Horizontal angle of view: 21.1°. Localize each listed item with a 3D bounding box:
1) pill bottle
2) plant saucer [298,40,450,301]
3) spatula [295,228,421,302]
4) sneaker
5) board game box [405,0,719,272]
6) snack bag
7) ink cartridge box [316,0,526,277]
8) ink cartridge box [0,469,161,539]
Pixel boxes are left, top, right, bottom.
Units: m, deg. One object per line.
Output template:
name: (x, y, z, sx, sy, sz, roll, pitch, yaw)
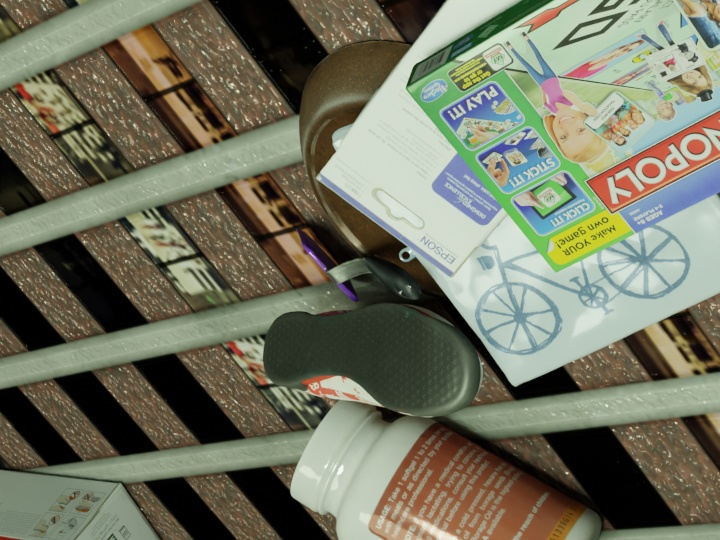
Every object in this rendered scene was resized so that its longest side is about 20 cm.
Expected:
pill bottle: (0.057, 0.170, 1.341, 0.200, 0.112, 0.112, 29, 145, 14)
plant saucer: (0.041, -0.048, 1.170, 0.200, 0.034, 0.200, 25, 145, 19)
spatula: (0.000, 0.000, 1.203, 0.057, 0.021, 0.200, 46, 169, -16)
sneaker: (0.037, 0.059, 1.231, 0.108, 0.067, 0.201, 10, 175, -38)
board game box: (0.141, -0.093, 0.960, 0.200, 0.029, 0.135, -29, 113, 31)
snack bag: (0.101, -0.040, 1.087, 0.189, 0.021, 0.200, -28, 108, 35)
ink cartridge box: (0.068, -0.093, 1.028, 0.099, 0.039, 0.200, 37, 126, -5)
ink cartridge box: (-0.267, 0.279, 1.797, 0.200, 0.084, 0.176, -1, 131, 43)
